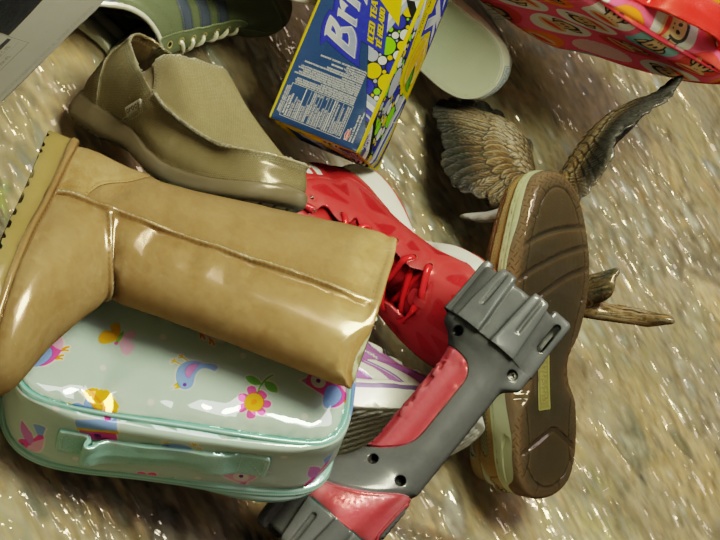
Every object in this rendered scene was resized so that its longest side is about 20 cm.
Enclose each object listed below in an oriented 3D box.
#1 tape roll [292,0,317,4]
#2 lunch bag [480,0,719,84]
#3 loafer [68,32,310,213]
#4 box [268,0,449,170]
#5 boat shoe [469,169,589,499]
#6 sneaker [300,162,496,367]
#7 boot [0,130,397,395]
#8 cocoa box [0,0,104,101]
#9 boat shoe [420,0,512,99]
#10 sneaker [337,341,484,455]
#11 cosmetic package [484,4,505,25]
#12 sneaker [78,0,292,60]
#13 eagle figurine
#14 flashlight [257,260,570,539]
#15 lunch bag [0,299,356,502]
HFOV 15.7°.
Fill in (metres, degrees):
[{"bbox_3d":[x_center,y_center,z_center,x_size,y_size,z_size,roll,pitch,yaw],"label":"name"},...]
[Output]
[{"bbox_3d":[-0.094,-0.235,1.643,0.202,0.037,0.203,30,18,-10],"label":"tape roll"},{"bbox_3d":[0.167,-0.187,1.729,0.200,0.176,0.082,24,88,-46],"label":"lunch bag"},{"bbox_3d":[-0.097,-0.086,1.496,0.076,0.068,0.200,12,11,-46],"label":"loafer"},{"bbox_3d":[0.016,-0.168,1.606,0.064,0.201,0.070,23,-3,12],"label":"box"},{"bbox_3d":[0.089,0.037,1.606,0.071,0.076,0.201,2,94,-41],"label":"boat shoe"},{"bbox_3d":[0.000,0.000,1.561,0.115,0.079,0.200,8,24,-46],"label":"sneaker"},{"bbox_3d":[-0.093,0.019,1.365,0.199,0.066,0.176,19,57,-3],"label":"boot"},{"bbox_3d":[-0.234,-0.224,1.498,0.131,0.133,0.201,17,52,-34],"label":"cocoa box"},{"bbox_3d":[0.026,-0.193,1.779,0.201,0.070,0.072,46,13,5],"label":"boat shoe"},{"bbox_3d":[-0.014,0.048,1.559,0.200,0.073,0.115,15,49,-35],"label":"sneaker"},{"bbox_3d":[0.076,-0.282,1.872,0.051,0.082,0.201,1,62,-45],"label":"cosmetic package"},{"bbox_3d":[-0.126,-0.157,1.614,0.200,0.067,0.090,18,68,-43],"label":"sneaker"},{"bbox_3d":[0.125,-0.055,1.727,0.151,0.151,0.201,18,61,-20],"label":"eagle figurine"},{"bbox_3d":[0.027,0.085,1.486,0.068,0.200,0.068,42,-7,-40],"label":"flashlight"},{"bbox_3d":[-0.102,0.044,1.433,0.199,0.077,0.161,9,58,-9],"label":"lunch bag"}]
